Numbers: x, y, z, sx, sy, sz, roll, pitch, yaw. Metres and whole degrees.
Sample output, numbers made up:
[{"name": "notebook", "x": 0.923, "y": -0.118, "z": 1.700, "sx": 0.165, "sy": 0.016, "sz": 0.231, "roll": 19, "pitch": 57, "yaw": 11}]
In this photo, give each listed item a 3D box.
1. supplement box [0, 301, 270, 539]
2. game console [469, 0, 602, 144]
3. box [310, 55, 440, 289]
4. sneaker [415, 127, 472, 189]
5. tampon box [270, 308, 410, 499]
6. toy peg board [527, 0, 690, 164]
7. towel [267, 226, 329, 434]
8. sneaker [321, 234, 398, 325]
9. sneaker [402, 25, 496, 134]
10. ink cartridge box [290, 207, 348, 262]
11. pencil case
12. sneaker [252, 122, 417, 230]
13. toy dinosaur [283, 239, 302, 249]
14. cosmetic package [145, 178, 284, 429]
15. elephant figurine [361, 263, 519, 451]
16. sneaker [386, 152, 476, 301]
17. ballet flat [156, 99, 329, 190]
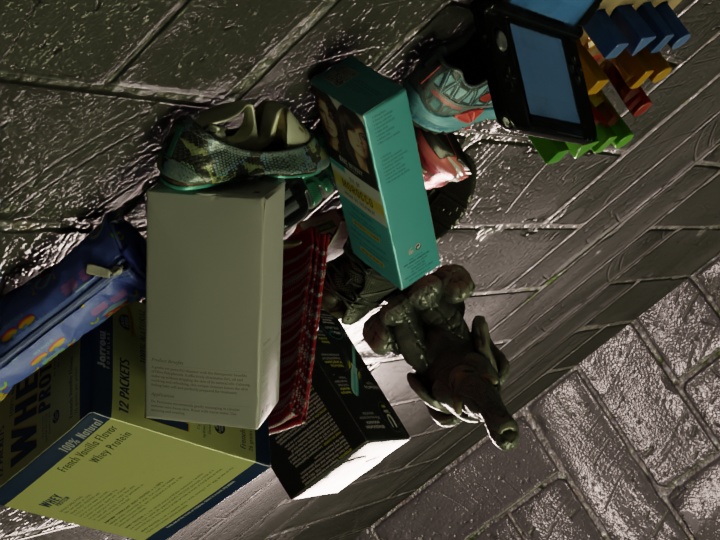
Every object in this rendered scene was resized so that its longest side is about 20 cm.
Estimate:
[{"name": "supplement box", "x": -0.223, "y": 0.144, "z": 1.489, "sx": 0.198, "sy": 0.136, "sz": 0.200, "roll": 21, "pitch": 137, "yaw": -34}, {"name": "game console", "x": 0.197, "y": -0.220, "z": 1.433, "sx": 0.115, "sy": 0.178, "sz": 0.199, "roll": -17, "pitch": 170, "yaw": 31}, {"name": "box", "x": 0.015, "y": -0.085, "z": 1.396, "sx": 0.049, "sy": 0.082, "sz": 0.202, "roll": -32, "pitch": 133, "yaw": -20}, {"name": "sneaker", "x": 0.062, "y": -0.107, "z": 1.585, "sx": 0.086, "sy": 0.074, "sz": 0.200, "roll": -27, "pitch": 173, "yaw": 3}, {"name": "tampon box", "x": -0.061, "y": 0.158, "z": 1.900, "sx": 0.126, "sy": 0.201, "sz": 0.150, "roll": -38, "pitch": 163, "yaw": 16}, {"name": "toy peg board", "x": 0.261, "y": -0.207, "z": 1.661, "sx": 0.199, "sy": 0.098, "sz": 0.199, "roll": -16, "pitch": 157, "yaw": -47}, {"name": "towel", "x": -0.090, "y": 0.066, "z": 1.543, "sx": 0.022, "sy": 0.203, "sz": 0.144, "roll": 22, "pitch": 153, "yaw": -32}, {"name": "sneaker", "x": 0.000, "y": 0.000, "z": 1.610, "sx": 0.114, "sy": 0.076, "sz": 0.200, "roll": -39, "pitch": 168, "yaw": -3}, {"name": "sneaker", "x": 0.131, "y": -0.192, "z": 1.487, "sx": 0.199, "sy": 0.080, "sz": 0.096, "roll": -24, "pitch": 157, "yaw": -38}, {"name": "ink cartridge box", "x": -0.025, "y": -0.031, "z": 1.698, "sx": 0.108, "sy": 0.051, "sz": 0.200, "roll": -21, "pitch": 159, "yaw": -32}, {"name": "pencil case", "x": -0.264, "y": 0.031, "z": 1.357, "sx": 0.199, "sy": 0.078, "sz": 0.087, "roll": -35, "pitch": -170, "yaw": 5}, {"name": "sneaker", "x": -0.041, "y": -0.103, "z": 1.474, "sx": 0.199, "sy": 0.075, "sz": 0.087, "roll": -30, "pitch": -167, "yaw": -24}, {"name": "toy dinosaur", "x": -0.143, "y": 0.020, "z": 1.565, "sx": 0.200, "sy": 0.086, "sz": 0.136, "roll": -42, "pitch": 166, "yaw": 3}, {"name": "cosmetic package", "x": -0.124, "y": 0.025, "z": 1.338, "sx": 0.106, "sy": 0.203, "sz": 0.085, "roll": 6, "pitch": -167, "yaw": 9}, {"name": "elephant figurine", "x": 0.101, "y": 0.108, "z": 1.687, "sx": 0.141, "sy": 0.201, "sz": 0.155, "roll": -39, "pitch": 174, "yaw": 39}, {"name": "sneaker", "x": 0.073, "y": -0.068, "z": 1.790, "sx": 0.202, "sy": 0.075, "sz": 0.116, "roll": -57, "pitch": -179, "yaw": 27}, {"name": "ballet flat", "x": -0.089, "y": -0.111, "z": 1.327, "sx": 0.074, "sy": 0.075, "sz": 0.199, "roll": -44, "pitch": 164, "yaw": 33}]
